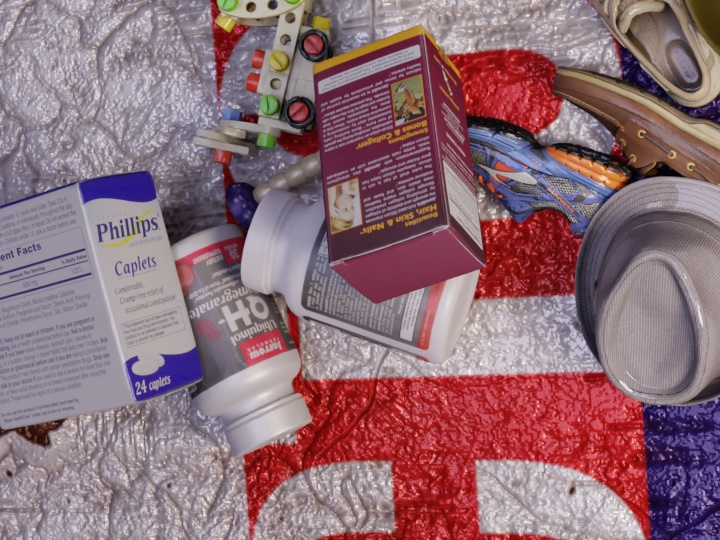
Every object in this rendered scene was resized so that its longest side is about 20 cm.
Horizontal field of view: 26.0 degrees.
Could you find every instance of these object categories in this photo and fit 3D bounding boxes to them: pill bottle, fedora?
[{"bbox_3d":[-0.123,0.068,1.471,0.110,0.111,0.202,-28,83,21],"label":"pill bottle"},{"bbox_3d":[0.253,0.031,1.302,0.175,0.090,0.202,15,115,20],"label":"fedora"},{"bbox_3d":[0.000,0.000,1.402,0.198,0.116,0.117,19,100,11],"label":"pill bottle"}]

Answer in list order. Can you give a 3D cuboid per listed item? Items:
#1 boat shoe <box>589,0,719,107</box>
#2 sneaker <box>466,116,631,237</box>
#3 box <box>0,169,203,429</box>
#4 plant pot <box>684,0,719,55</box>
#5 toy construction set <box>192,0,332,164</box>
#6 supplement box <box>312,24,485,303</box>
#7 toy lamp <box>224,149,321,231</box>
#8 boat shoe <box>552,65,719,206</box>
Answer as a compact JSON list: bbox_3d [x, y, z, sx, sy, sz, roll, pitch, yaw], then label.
[{"bbox_3d":[0.238,-0.227,1.330,0.072,0.065,0.201,-36,80,20],"label":"boat shoe"},{"bbox_3d":[0.135,-0.084,1.379,0.198,0.075,0.079,20,104,21],"label":"sneaker"},{"bbox_3d":[-0.260,0.027,1.427,0.182,0.105,0.202,-13,93,36],"label":"box"},{"bbox_3d":[0.344,-0.279,1.233,0.140,0.200,0.203,-13,89,-7],"label":"plant pot"},{"bbox_3d":[-0.095,-0.191,1.451,0.129,0.092,0.202,13,104,5],"label":"toy construction set"},{"bbox_3d":[0.031,-0.089,1.315,0.109,0.086,0.202,-18,60,21],"label":"supplement box"},{"bbox_3d":[-0.035,-0.104,1.452,0.199,0.058,0.059,-31,82,21],"label":"toy lamp"},{"bbox_3d":[0.247,-0.114,1.330,0.199,0.072,0.068,28,101,15],"label":"boat shoe"}]
